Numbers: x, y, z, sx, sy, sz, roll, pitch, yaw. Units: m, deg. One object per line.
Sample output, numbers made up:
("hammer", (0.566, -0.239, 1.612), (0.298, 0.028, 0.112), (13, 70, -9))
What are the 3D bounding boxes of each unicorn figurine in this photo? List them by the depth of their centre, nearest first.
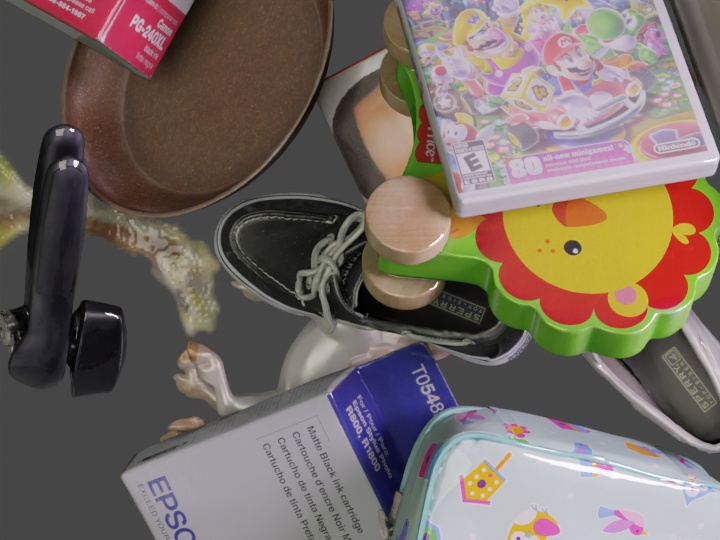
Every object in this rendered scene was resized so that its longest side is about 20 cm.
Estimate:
("unicorn figurine", (-0.024, 0.047, 1.353), (0.137, 0.074, 0.201), (35, 114, 0))

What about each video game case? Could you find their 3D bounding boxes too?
("video game case", (0.096, -0.126, 1.214), (0.142, 0.018, 0.201), (-10, 60, -9))

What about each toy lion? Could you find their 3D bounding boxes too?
("toy lion", (0.100, -0.049, 1.217), (0.190, 0.069, 0.201), (5, 59, 0))

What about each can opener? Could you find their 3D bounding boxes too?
("can opener", (-0.181, -0.005, 1.356), (0.078, 0.064, 0.201), (-9, 132, -18))

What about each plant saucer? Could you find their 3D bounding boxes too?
("plant saucer", (-0.090, -0.120, 1.341), (0.199, 0.037, 0.202), (-15, 63, 31))

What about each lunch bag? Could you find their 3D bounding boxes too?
("lunch bag", (0.105, 0.169, 1.282), (0.198, 0.077, 0.162), (13, 100, -13))

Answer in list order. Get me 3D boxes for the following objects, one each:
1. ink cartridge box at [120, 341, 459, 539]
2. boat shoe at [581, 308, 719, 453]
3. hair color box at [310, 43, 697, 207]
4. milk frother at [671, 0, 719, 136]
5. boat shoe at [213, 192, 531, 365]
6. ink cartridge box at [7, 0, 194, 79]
("ink cartridge box", (-0.011, 0.164, 1.330), (0.199, 0.041, 0.201), (-23, 103, 19))
("boat shoe", (0.149, 0.026, 1.301), (0.072, 0.066, 0.200), (-39, 83, 14))
("hair color box", (0.083, -0.107, 1.315), (0.199, 0.061, 0.102), (-28, 86, 15))
("milk frother", (0.292, -0.108, 1.228), (0.180, 0.199, 0.189), (-31, 69, 42))
("boat shoe", (-0.001, 0.003, 1.271), (0.198, 0.068, 0.074), (25, 89, 22))
("ink cartridge box", (-0.142, -0.239, 1.330), (0.145, 0.083, 0.201), (30, 88, 22))
